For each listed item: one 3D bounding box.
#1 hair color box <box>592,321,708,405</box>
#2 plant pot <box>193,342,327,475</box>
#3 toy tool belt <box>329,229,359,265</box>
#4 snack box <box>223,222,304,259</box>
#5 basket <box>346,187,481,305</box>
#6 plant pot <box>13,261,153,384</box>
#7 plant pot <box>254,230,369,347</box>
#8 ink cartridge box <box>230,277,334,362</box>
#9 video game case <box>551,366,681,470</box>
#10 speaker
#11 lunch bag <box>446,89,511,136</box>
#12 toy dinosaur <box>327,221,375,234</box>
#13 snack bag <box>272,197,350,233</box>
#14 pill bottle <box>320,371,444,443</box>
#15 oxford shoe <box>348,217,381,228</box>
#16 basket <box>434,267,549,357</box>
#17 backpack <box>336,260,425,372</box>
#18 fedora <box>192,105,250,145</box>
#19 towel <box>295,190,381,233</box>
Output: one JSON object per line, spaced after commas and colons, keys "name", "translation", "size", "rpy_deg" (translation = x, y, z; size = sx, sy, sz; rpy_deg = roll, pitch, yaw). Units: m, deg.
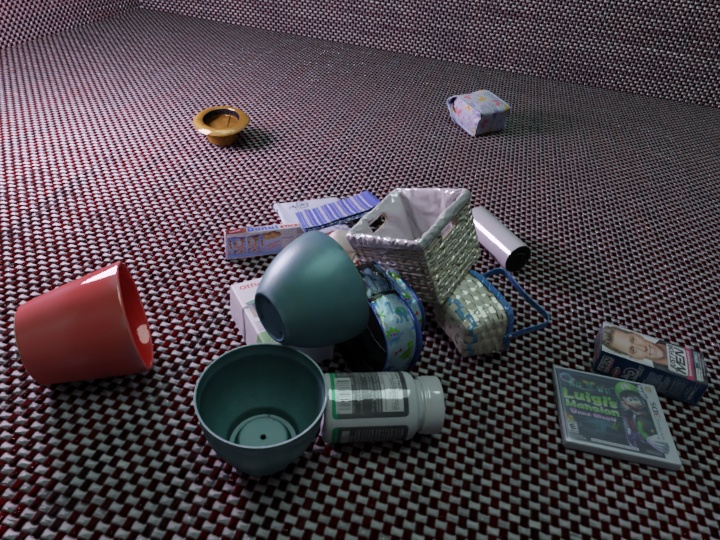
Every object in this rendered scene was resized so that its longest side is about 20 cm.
{"name": "hair color box", "translation": [0.582, 0.185, 1.084], "size": [0.198, 0.061, 0.100], "rpy_deg": [18, 37, 15]}
{"name": "plant pot", "translation": [-0.153, 0.233, 0.840], "size": [0.197, 0.135, 0.201], "rpy_deg": [4, 37, -3]}
{"name": "toy tool belt", "translation": [0.000, 0.000, 1.207], "size": [0.198, 0.125, 0.124], "rpy_deg": [15, 53, -15]}
{"name": "snack box", "translation": [-0.226, -0.073, 1.290], "size": [0.197, 0.073, 0.024], "rpy_deg": [-8, 40, -19]}
{"name": "basket", "translation": [0.114, -0.055, 1.101], "size": [0.198, 0.162, 0.198], "rpy_deg": [9, 42, 41]}
{"name": "plant pot", "translation": [-0.479, 0.103, 0.933], "size": [0.175, 0.202, 0.201], "rpy_deg": [-16, 41, -13]}
{"name": "plant pot", "translation": [-0.100, 0.050, 0.907], "size": [0.134, 0.202, 0.200], "rpy_deg": [-27, 48, -32]}
{"name": "ink cartridge box", "translation": [-0.159, 0.099, 1.059], "size": [0.145, 0.085, 0.200], "rpy_deg": [-15, 43, -28]}
{"name": "video game case", "translation": [0.464, 0.266, 0.989], "size": [0.197, 0.024, 0.183], "rpy_deg": [10, 36, 5]}
{"name": "speaker", "translation": [0.353, -0.084, 1.391], "size": [0.080, 0.082, 0.201], "rpy_deg": [-11, 40, -23]}
{"name": "lunch bag", "translation": [0.458, -0.630, 2.106], "size": [0.168, 0.128, 0.201], "rpy_deg": [-19, 53, -27]}
{"name": "toy dinosaur", "translation": [0.004, -0.058, 1.339], "size": [0.180, 0.106, 0.199], "rpy_deg": [19, 3, 31]}
{"name": "snack bag", "translation": [-0.121, -0.138, 1.438], "size": [0.197, 0.022, 0.189], "rpy_deg": [-8, 39, -20]}
{"name": "pill bottle", "translation": [0.033, 0.227, 0.895], "size": [0.197, 0.114, 0.114], "rpy_deg": [1, 36, -8]}
{"name": "oxford shoe", "translation": [0.017, -0.148, 1.404], "size": [0.084, 0.073, 0.200], "rpy_deg": [26, 23, 3]}
{"name": "basket", "translation": [0.262, 0.078, 1.103], "size": [0.198, 0.140, 0.177], "rpy_deg": [-20, 44, -14]}
{"name": "backpack", "translation": [0.036, 0.101, 1.008], "size": [0.145, 0.184, 0.201], "rpy_deg": [-12, 51, -28]}
{"name": "fedora", "translation": [-0.461, -0.475, 1.785], "size": [0.198, 0.083, 0.202], "rpy_deg": [4, 42, -4]}
{"name": "towel", "translation": [-0.054, -0.146, 1.289], "size": [0.198, 0.024, 0.145], "rpy_deg": [-18, 26, -8]}
